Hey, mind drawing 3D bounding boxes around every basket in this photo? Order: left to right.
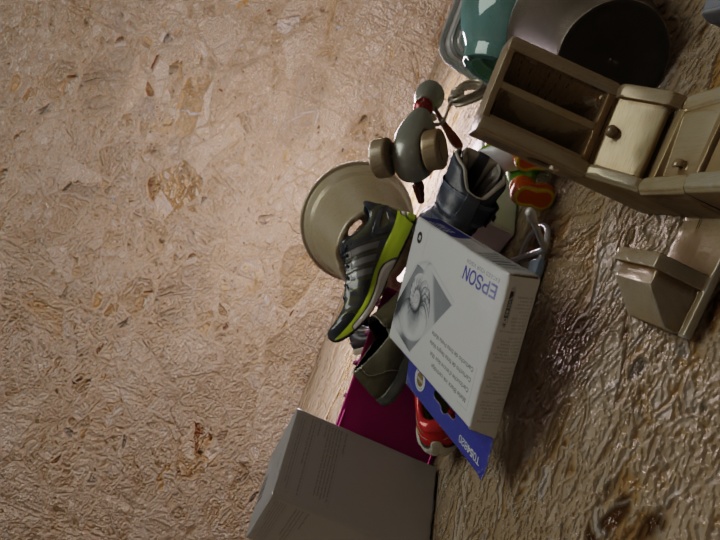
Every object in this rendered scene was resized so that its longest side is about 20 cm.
[{"bbox_3d":[0.248,-0.256,0.702,0.182,0.134,0.202,-55,15,30],"label":"basket"}]

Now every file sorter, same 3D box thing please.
[{"bbox_3d":[0.054,0.153,0.904,0.125,0.136,0.204,127,165,-77],"label":"file sorter"}]

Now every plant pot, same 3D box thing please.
[{"bbox_3d":[0.013,-0.053,0.984,0.204,0.196,0.184,-65,18,11],"label":"plant pot"},{"bbox_3d":[0.218,-0.329,0.876,0.200,0.196,0.137,-134,67,-83],"label":"plant pot"}]

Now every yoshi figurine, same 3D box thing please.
[{"bbox_3d":[0.221,-0.170,0.833,0.112,0.111,0.202,-38,31,24],"label":"yoshi figurine"}]

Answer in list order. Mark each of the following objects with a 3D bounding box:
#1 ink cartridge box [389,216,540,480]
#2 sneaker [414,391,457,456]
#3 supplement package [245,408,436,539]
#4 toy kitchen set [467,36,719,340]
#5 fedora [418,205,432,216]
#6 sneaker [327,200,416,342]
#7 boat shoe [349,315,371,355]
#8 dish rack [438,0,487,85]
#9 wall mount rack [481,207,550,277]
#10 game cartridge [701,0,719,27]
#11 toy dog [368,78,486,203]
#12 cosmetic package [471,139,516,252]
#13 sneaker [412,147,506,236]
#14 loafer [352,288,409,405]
[{"bbox_3d":[0.088,0.068,0.649,0.200,0.040,0.205,-137,55,-64],"label":"ink cartridge box"},{"bbox_3d":[0.102,0.119,0.782,0.086,0.075,0.204,69,-159,-50],"label":"sneaker"},{"bbox_3d":[-0.021,0.285,0.785,0.123,0.196,0.121,-73,10,-49],"label":"supplement package"},{"bbox_3d":[0.171,-0.069,0.457,0.200,0.177,0.167,-89,22,-84],"label":"toy kitchen set"},{"bbox_3d":[0.135,-0.054,1.108,0.201,0.090,0.205,-156,89,-84],"label":"fedora"},{"bbox_3d":[0.000,0.000,0.856,0.204,0.079,0.074,-63,-2,-11],"label":"sneaker"},{"bbox_3d":[0.055,0.085,1.075,0.197,0.064,0.072,-25,-2,33],"label":"boat shoe"},{"bbox_3d":[0.229,-0.367,1.001,0.043,0.197,0.175,6,72,64],"label":"dish rack"},{"bbox_3d":[0.162,0.021,0.712,0.174,0.073,0.204,141,150,-75],"label":"wall mount rack"},{"bbox_3d":[0.327,-0.257,0.448,0.200,0.040,0.136,166,123,-82],"label":"game cartridge"},{"bbox_3d":[0.086,-0.168,0.850,0.200,0.130,0.098,-47,-46,-32],"label":"toy dog"},{"bbox_3d":[0.186,-0.108,0.965,0.102,0.070,0.203,121,170,-50],"label":"cosmetic package"},{"bbox_3d":[0.123,-0.085,0.804,0.203,0.075,0.149,-81,12,-68],"label":"sneaker"},{"bbox_3d":[0.049,0.065,0.807,0.203,0.069,0.075,-65,10,-23],"label":"loafer"}]
